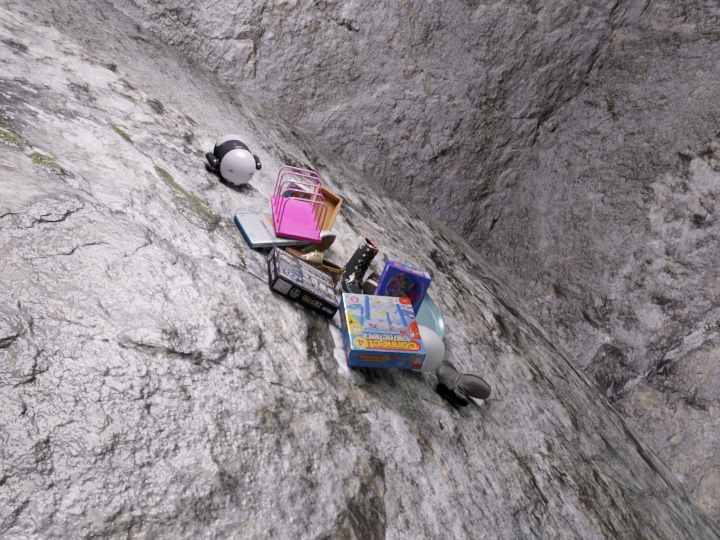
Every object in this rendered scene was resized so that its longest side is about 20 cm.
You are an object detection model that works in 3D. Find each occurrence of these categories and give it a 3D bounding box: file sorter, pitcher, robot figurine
[{"bbox_3d":[-0.180,-0.201,1.544,0.134,0.128,0.203,8,35,-21],"label":"file sorter"},{"bbox_3d":[0.133,0.215,1.422,0.194,0.124,0.173,21,26,-17],"label":"pitcher"},{"bbox_3d":[-0.418,-0.365,1.730,0.201,0.148,0.126,54,-4,44],"label":"robot figurine"}]

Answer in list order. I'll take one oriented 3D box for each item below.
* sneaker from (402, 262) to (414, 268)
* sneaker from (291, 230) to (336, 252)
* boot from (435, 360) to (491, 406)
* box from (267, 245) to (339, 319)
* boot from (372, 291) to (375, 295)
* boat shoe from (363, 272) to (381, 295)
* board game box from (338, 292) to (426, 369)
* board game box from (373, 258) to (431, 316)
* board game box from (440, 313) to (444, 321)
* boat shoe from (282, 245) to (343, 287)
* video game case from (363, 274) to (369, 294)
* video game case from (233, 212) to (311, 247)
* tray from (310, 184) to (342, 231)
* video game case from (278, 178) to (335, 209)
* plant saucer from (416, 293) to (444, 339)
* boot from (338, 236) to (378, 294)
[{"bbox_3d":[0.138,0.034,1.783,0.083,0.122,0.198,42,18,19],"label":"sneaker"},{"bbox_3d":[-0.158,-0.106,1.623,0.197,0.077,0.088,-12,50,-49],"label":"sneaker"},{"bbox_3d":[0.296,0.350,1.514,0.195,0.069,0.132,28,24,-9],"label":"boot"},{"bbox_3d":[-0.155,0.030,1.406,0.196,0.050,0.163,30,22,-27],"label":"box"},{"bbox_3d":[0.091,0.124,1.581,0.196,0.098,0.075,24,21,-37],"label":"boot"},{"bbox_3d":[0.099,0.083,1.651,0.197,0.072,0.060,37,48,2],"label":"boat shoe"},{"bbox_3d":[0.050,0.151,1.332,0.192,0.057,0.199,5,38,-15],"label":"board game box"},{"bbox_3d":[0.102,0.086,1.483,0.130,0.206,0.045,17,21,-13],"label":"board game box"},{"bbox_3d":[0.213,0.154,1.766,0.149,0.064,0.200,50,19,-2],"label":"board game box"},{"bbox_3d":[-0.136,-0.026,1.534,0.196,0.075,0.076,30,19,-26],"label":"boat shoe"},{"bbox_3d":[0.058,0.079,1.752,0.197,0.022,0.183,21,25,-47],"label":"video game case"},{"bbox_3d":[-0.252,-0.120,1.520,0.195,0.018,0.144,-6,42,-37],"label":"video game case"},{"bbox_3d":[-0.136,-0.165,1.708,0.097,0.206,0.037,28,-19,-25],"label":"tray"},{"bbox_3d":[-0.186,-0.211,1.781,0.196,0.143,0.018,30,42,-24],"label":"video game case"},{"bbox_3d":[0.188,0.132,1.623,0.198,0.027,0.204,37,34,-30],"label":"plant saucer"},{"bbox_3d":[-0.001,-0.001,1.607,0.072,0.156,0.205,28,20,-22],"label":"boot"}]
